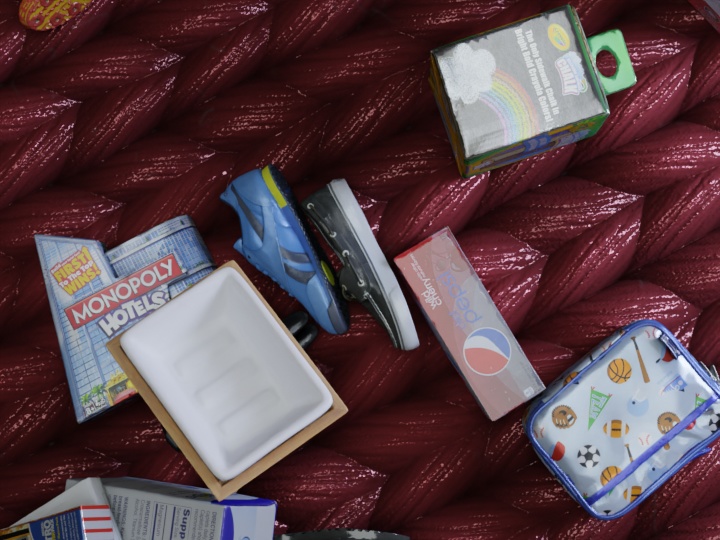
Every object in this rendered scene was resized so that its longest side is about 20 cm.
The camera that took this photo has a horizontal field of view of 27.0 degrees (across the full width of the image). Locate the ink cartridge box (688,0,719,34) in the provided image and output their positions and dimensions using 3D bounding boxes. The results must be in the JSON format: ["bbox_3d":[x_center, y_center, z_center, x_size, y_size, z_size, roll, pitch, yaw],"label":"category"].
[{"bbox_3d":[0.376,-0.333,1.528,0.083,0.200,0.147,-42,86,-2],"label":"ink cartridge box"}]

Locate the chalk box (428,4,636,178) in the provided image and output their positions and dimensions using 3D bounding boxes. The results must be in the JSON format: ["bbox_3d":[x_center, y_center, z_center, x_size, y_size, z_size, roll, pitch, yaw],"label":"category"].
[{"bbox_3d":[0.183,-0.191,1.564,0.200,0.124,0.125,-17,84,-1],"label":"chalk box"}]

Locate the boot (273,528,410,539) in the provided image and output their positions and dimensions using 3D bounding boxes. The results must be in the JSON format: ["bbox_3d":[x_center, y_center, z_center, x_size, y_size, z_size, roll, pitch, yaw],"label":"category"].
[{"bbox_3d":[-0.046,0.350,1.549,0.211,0.079,0.158,-7,79,12],"label":"boot"}]

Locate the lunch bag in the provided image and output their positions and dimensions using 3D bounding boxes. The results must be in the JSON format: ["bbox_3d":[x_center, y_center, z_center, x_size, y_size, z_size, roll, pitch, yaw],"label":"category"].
[{"bbox_3d":[0.281,0.154,1.559,0.200,0.076,0.160,-39,88,0],"label":"lunch bag"}]

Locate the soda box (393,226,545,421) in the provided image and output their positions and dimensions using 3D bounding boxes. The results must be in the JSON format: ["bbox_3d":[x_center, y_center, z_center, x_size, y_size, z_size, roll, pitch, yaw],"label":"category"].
[{"bbox_3d":[0.112,0.057,1.576,0.070,0.063,0.200,-31,85,-1],"label":"soda box"}]

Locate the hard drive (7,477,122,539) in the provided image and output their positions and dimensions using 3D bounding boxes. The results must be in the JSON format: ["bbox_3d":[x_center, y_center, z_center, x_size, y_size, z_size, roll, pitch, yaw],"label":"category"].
[{"bbox_3d":[-0.276,0.323,1.475,0.132,0.026,0.200,-33,69,22],"label":"hard drive"}]

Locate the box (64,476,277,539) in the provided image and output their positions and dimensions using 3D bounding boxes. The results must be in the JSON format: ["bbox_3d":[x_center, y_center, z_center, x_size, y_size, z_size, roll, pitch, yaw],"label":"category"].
[{"bbox_3d":[-0.201,0.311,1.512,0.200,0.105,0.184,5,86,28],"label":"box"}]

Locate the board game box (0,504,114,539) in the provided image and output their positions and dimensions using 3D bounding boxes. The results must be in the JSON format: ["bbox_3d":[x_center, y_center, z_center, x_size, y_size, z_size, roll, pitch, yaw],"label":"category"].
[{"bbox_3d":[-0.323,0.324,1.459,0.200,0.046,0.152,-18,75,27],"label":"board game box"}]

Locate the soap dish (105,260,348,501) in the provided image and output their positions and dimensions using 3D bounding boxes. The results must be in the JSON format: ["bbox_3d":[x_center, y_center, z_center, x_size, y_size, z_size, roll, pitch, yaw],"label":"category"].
[{"bbox_3d":[-0.134,0.112,1.501,0.157,0.081,0.200,-34,74,-16],"label":"soap dish"}]

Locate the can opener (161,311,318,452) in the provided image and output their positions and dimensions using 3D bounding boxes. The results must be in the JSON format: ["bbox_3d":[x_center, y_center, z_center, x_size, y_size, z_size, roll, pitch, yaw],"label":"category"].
[{"bbox_3d":[-0.127,0.116,1.584,0.200,0.063,0.079,-38,59,-11],"label":"can opener"}]

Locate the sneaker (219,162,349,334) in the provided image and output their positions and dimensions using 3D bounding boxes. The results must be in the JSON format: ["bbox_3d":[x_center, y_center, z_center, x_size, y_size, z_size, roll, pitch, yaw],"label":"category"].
[{"bbox_3d":[-0.081,-0.012,1.591,0.078,0.066,0.200,-30,84,9],"label":"sneaker"}]

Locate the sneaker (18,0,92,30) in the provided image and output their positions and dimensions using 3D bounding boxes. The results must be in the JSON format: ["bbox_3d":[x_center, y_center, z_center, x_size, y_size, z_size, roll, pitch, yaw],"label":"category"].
[{"bbox_3d":[-0.310,-0.348,1.627,0.077,0.073,0.200,30,83,26],"label":"sneaker"}]

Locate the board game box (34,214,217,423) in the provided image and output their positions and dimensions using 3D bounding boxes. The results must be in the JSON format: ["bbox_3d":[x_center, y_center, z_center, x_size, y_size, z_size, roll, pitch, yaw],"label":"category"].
[{"bbox_3d":[-0.250,0.028,1.591,0.200,0.062,0.200,-28,86,0],"label":"board game box"}]

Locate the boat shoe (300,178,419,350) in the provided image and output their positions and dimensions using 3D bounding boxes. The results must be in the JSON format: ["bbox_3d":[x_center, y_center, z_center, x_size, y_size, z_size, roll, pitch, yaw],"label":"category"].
[{"bbox_3d":[0.000,0.000,1.584,0.057,0.069,0.200,-25,78,-3],"label":"boat shoe"}]
